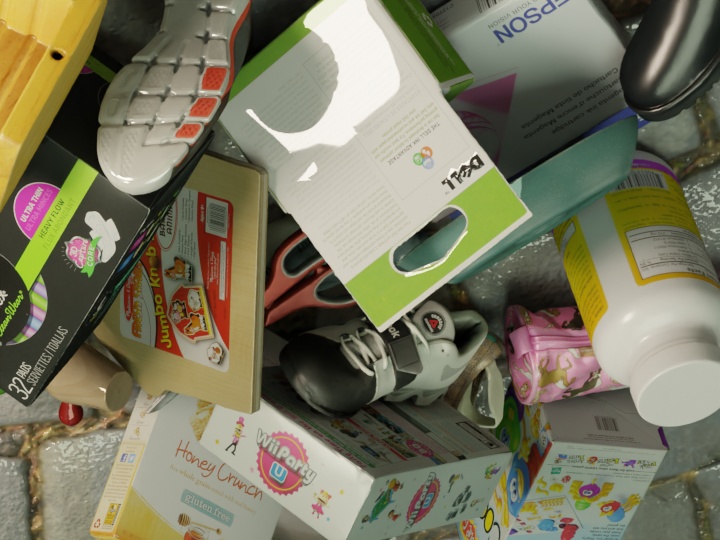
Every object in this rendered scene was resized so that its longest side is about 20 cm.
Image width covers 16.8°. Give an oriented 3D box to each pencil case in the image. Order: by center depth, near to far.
[{"bbox_3d":[0.209,0.055,1.907,0.199,0.083,0.087,-8,124,-10],"label":"pencil case"}]

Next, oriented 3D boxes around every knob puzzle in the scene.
[{"bbox_3d":[-0.138,-0.008,1.733,0.030,0.220,0.220,-19,149,-47],"label":"knob puzzle"}]

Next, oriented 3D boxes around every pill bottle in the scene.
[{"bbox_3d":[0.209,0.014,1.786,0.103,0.201,0.105,-9,139,-7],"label":"pill bottle"}]

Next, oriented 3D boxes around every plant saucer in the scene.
[{"bbox_3d":[0.119,-0.042,1.723,0.199,0.036,0.200,-31,175,-3],"label":"plant saucer"}]

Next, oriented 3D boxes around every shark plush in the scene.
[{"bbox_3d":[0.000,0.000,1.811,0.199,0.084,0.091,9,131,-21],"label":"shark plush"}]

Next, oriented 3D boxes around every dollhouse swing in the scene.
[{"bbox_3d":[-0.269,-0.168,1.473,0.199,0.183,0.176,27,162,-1],"label":"dollhouse swing"}]

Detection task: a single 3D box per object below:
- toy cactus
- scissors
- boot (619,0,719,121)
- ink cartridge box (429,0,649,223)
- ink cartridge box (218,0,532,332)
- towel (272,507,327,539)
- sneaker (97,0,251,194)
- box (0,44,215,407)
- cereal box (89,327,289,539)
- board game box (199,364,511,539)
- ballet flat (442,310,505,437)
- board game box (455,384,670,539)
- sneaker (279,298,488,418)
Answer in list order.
[{"bbox_3d":[-0.243,0.069,1.782,0.103,0.164,0.200,-59,145,-18],"label":"toy cactus"},{"bbox_3d":[-0.081,0.029,1.753,0.199,0.014,0.073,-28,119,0],"label":"scissors"},{"bbox_3d":[0.206,-0.216,1.638,0.168,0.077,0.200,31,105,-38],"label":"boot"},{"bbox_3d":[0.107,-0.117,1.753,0.196,0.043,0.200,-31,131,17],"label":"ink cartridge box"},{"bbox_3d":[0.015,-0.083,1.658,0.148,0.076,0.200,-38,87,24],"label":"ink cartridge box"},{"bbox_3d":[-0.076,0.240,1.947,0.148,0.201,0.031,16,124,-26],"label":"towel"},{"bbox_3d":[-0.109,-0.119,1.601,0.077,0.201,0.082,12,147,16],"label":"sneaker"},{"bbox_3d":[-0.219,-0.041,1.658,0.148,0.124,0.200,34,125,0],"label":"box"},{"bbox_3d":[-0.112,0.135,1.853,0.144,0.201,0.039,31,159,-36],"label":"cereal box"},{"bbox_3d":[-0.001,0.130,1.816,0.200,0.147,0.065,-3,122,-57],"label":"board game box"},{"bbox_3d":[0.078,0.121,1.950,0.067,0.068,0.201,22,136,15],"label":"ballet flat"},{"bbox_3d":[0.160,0.174,2.003,0.104,0.103,0.201,6,132,-18],"label":"board game box"},{"bbox_3d":[0.020,0.054,1.794,0.089,0.074,0.199,-45,159,29],"label":"sneaker"}]
